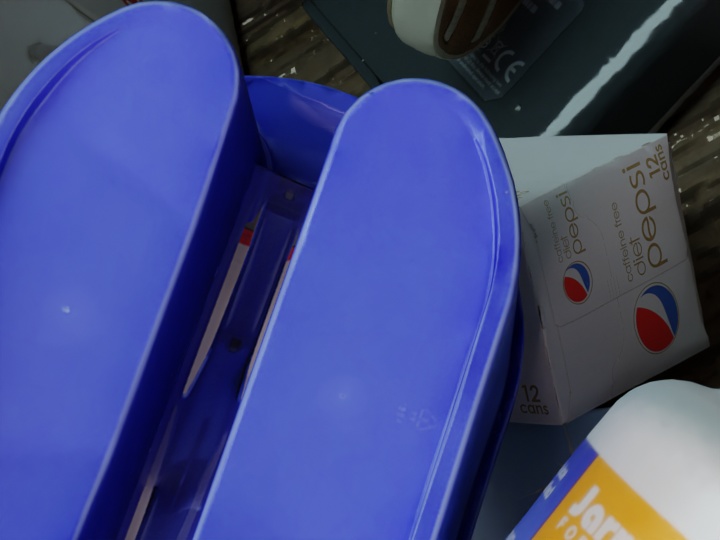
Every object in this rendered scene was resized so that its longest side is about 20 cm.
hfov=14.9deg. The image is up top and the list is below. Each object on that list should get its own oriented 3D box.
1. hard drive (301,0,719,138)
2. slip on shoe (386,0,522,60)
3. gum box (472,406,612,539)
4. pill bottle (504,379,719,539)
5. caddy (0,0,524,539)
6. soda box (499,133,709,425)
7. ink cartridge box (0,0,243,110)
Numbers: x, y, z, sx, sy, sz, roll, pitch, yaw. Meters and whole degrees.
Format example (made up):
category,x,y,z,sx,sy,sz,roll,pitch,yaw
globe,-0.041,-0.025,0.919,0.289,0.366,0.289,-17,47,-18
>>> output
category,x,y,z,sx,sy,sz,roll,pitch,yaw
hard drive,0.083,-0.118,0.851,0.200,0.033,0.140,-47,43,9
slip on shoe,0.036,-0.164,0.806,0.060,0.076,0.201,20,105,26
gum box,0.070,0.119,0.703,0.200,0.045,0.170,-9,59,38
pill bottle,0.073,0.095,0.600,0.200,0.112,0.112,-52,42,4
caddy,-0.038,0.035,0.665,0.141,0.105,0.200,17,69,6
soda box,0.000,0.000,0.802,0.200,0.068,0.064,1,109,46
ink cartridge box,-0.123,-0.128,0.959,0.084,0.146,0.200,-33,46,24
